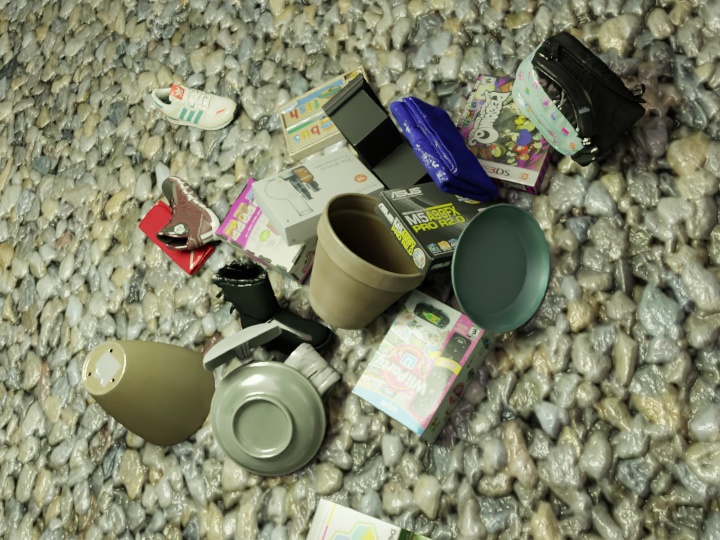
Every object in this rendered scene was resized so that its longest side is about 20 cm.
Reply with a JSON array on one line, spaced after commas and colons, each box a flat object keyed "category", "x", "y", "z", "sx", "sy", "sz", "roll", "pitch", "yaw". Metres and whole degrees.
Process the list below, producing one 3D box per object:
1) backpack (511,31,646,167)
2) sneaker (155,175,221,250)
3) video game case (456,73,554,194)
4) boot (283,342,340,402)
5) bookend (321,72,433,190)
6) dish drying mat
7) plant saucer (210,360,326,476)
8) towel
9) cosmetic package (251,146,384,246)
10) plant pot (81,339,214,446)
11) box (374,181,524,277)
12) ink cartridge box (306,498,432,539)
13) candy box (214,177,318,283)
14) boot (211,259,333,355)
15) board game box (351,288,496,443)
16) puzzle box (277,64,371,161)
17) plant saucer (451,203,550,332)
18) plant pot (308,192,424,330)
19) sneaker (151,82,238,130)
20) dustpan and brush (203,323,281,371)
[{"category": "backpack", "x": 0.343, "y": -0.281, "z": 1.301, "sx": 0.200, "sy": 0.127, "sz": 0.167, "roll": 47, "pitch": 65, "yaw": 2}, {"category": "sneaker", "x": -0.371, "y": -0.109, "z": 1.589, "sx": 0.115, "sy": 0.076, "sz": 0.200, "roll": -33, "pitch": 54, "yaw": -26}, {"category": "video game case", "x": 0.259, "y": -0.245, "z": 1.408, "sx": 0.181, "sy": 0.036, "sz": 0.201, "roll": 17, "pitch": 76, "yaw": 28}, {"category": "boot", "x": -0.121, "y": 0.224, "z": 1.357, "sx": 0.096, "sy": 0.074, "sz": 0.200, "roll": 42, "pitch": 108, "yaw": 8}, {"category": "bookend", "x": 0.054, "y": -0.206, "z": 1.389, "sx": 0.092, "sy": 0.200, "sz": 0.199, "roll": -40, "pitch": 57, "yaw": 4}, {"category": "dish drying mat", "x": -0.380, "y": -0.070, "z": 1.633, "sx": 0.200, "sy": 0.018, "sz": 0.077, "roll": 38, "pitch": 88, "yaw": 32}, {"category": "plant saucer", "x": -0.157, "y": 0.251, "z": 1.314, "sx": 0.199, "sy": 0.050, "sz": 0.201, "roll": 1, "pitch": 100, "yaw": 7}, {"category": "towel", "x": 0.145, "y": -0.206, "z": 1.336, "sx": 0.050, "sy": 0.147, "sz": 0.201, "roll": -48, "pitch": 53, "yaw": 32}, {"category": "cosmetic package", "x": -0.076, "y": -0.137, "z": 1.445, "sx": 0.199, "sy": 0.052, "sz": 0.151, "roll": -24, "pitch": 48, "yaw": -17}, {"category": "plant pot", "x": -0.391, "y": 0.198, "z": 1.415, "sx": 0.186, "sy": 0.200, "sz": 0.188, "roll": -9, "pitch": 64, "yaw": 20}, {"category": "box", "x": 0.147, "y": -0.077, "z": 1.311, "sx": 0.199, "sy": 0.044, "sz": 0.161, "roll": -12, "pitch": 53, "yaw": -30}, {"category": "ink cartridge box", "x": 0.015, "y": 0.430, "z": 1.211, "sx": 0.199, "sy": 0.059, "sz": 0.104, "roll": 12, "pitch": 74, "yaw": 28}, {"category": "candy box", "x": -0.161, "y": -0.078, "z": 1.511, "sx": 0.199, "sy": 0.061, "sz": 0.137, "roll": 26, "pitch": 79, "yaw": 31}, {"category": "boot", "x": -0.154, "y": 0.063, "z": 1.383, "sx": 0.197, "sy": 0.163, "sz": 0.073, "roll": 7, "pitch": 43, "yaw": 29}, {"category": "board game box", "x": 0.103, "y": 0.153, "z": 1.291, "sx": 0.147, "sy": 0.064, "sz": 0.201, "roll": 28, "pitch": 82, "yaw": 31}, {"category": "puzzle box", "x": -0.064, "y": -0.313, "z": 1.591, "sx": 0.199, "sy": 0.025, "sz": 0.134, "roll": -24, "pitch": 61, "yaw": 13}, {"category": "plant saucer", "x": 0.214, "y": -0.004, "z": 1.251, "sx": 0.036, "sy": 0.200, "sz": 0.201, "roll": 8, "pitch": 69, "yaw": 58}, {"category": "plant pot", "x": 0.000, "y": 0.000, "z": 1.328, "sx": 0.200, "sy": 0.199, "sz": 0.174, "roll": 55, "pitch": 132, "yaw": 32}, {"category": "sneaker", "x": -0.359, "y": -0.355, "z": 1.703, "sx": 0.199, "sy": 0.093, "sz": 0.071, "roll": 10, "pitch": 73, "yaw": 28}, {"category": "dustpan and brush", "x": -0.206, "y": 0.136, "z": 1.375, "sx": 0.139, "sy": 0.200, "sz": 0.057, "roll": -27, "pitch": 100, "yaw": -13}]
